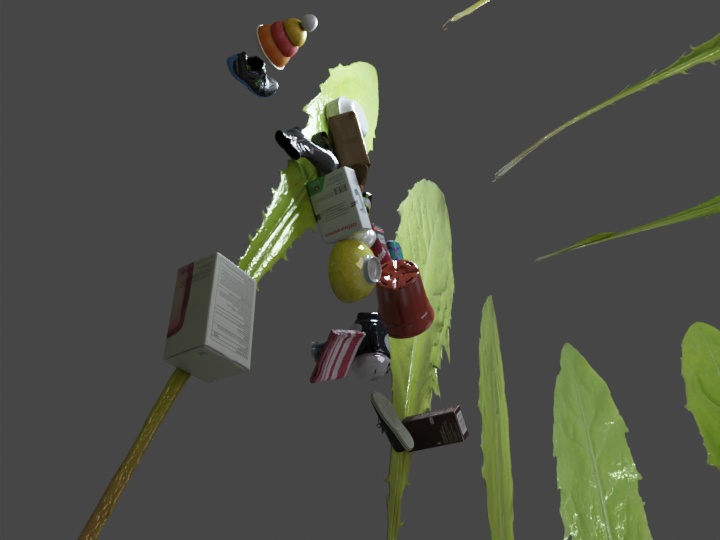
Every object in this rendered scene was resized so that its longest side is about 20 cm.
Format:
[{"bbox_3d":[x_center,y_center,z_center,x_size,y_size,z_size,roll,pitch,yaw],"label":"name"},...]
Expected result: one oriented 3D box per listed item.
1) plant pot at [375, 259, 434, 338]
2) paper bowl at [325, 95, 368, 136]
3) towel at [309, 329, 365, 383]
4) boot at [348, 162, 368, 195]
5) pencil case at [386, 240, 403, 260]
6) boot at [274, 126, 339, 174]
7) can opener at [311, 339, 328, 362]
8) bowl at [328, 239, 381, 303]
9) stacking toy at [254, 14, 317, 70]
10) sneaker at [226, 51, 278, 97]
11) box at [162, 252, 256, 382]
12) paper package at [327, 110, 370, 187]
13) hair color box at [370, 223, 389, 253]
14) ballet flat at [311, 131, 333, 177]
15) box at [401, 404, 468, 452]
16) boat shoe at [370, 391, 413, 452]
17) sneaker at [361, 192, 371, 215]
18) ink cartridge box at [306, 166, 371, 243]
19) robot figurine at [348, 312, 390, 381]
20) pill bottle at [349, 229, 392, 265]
[{"bbox_3d":[0.135,0.084,1.831,0.202,0.197,0.197,-79,161,-50],"label":"plant pot"},{"bbox_3d":[-0.041,-0.569,2.131,0.201,0.103,0.203,50,30,-43],"label":"paper bowl"},{"bbox_3d":[-0.055,0.227,1.473,0.146,0.023,0.199,-66,156,4],"label":"towel"},{"bbox_3d":[-0.021,-0.279,1.849,0.074,0.200,0.154,50,26,10],"label":"boot"},{"bbox_3d":[0.127,-0.008,2.095,0.084,0.092,0.203,-2,72,-31],"label":"pencil case"},{"bbox_3d":[-0.166,-0.352,1.685,0.199,0.070,0.132,38,28,1],"label":"boot"},{"bbox_3d":[-0.067,0.216,1.507,0.199,0.066,0.054,10,64,-60],"label":"can opener"},{"bbox_3d":[0.000,0.000,1.707,0.199,0.106,0.204,6,82,-55],"label":"bowl"},{"bbox_3d":[-0.217,-0.736,1.739,0.146,0.198,0.148,47,32,-43],"label":"stacking toy"},{"bbox_3d":[-0.293,-0.556,1.578,0.199,0.082,0.072,17,57,-63],"label":"sneaker"},{"bbox_3d":[-0.283,0.091,1.066,0.128,0.108,0.202,44,35,-46],"label":"box"},{"bbox_3d":[-0.044,-0.402,1.902,0.191,0.102,0.203,108,-32,-73],"label":"paper package"},{"bbox_3d":[0.063,-0.060,2.023,0.101,0.061,0.203,8,66,-65],"label":"hair color box"},{"bbox_3d":[-0.115,-0.372,1.860,0.067,0.063,0.203,3,70,-63],"label":"ballet flat"},{"bbox_3d":[0.237,0.511,1.794,0.075,0.198,0.102,-13,83,-64],"label":"box"},{"bbox_3d":[0.083,0.460,1.670,0.201,0.062,0.074,57,28,4],"label":"boat shoe"},{"bbox_3d":[0.006,-0.201,1.860,0.071,0.200,0.084,26,71,-6],"label":"sneaker"},{"bbox_3d":[-0.067,-0.198,1.732,0.084,0.144,0.203,-4,76,-67],"label":"ink cartridge box"},{"bbox_3d":[0.029,0.225,1.642,0.150,0.123,0.203,41,36,-49],"label":"robot figurine"},{"bbox_3d":[0.022,-0.065,1.869,0.201,0.112,0.114,54,28,-32],"label":"pill bottle"}]
